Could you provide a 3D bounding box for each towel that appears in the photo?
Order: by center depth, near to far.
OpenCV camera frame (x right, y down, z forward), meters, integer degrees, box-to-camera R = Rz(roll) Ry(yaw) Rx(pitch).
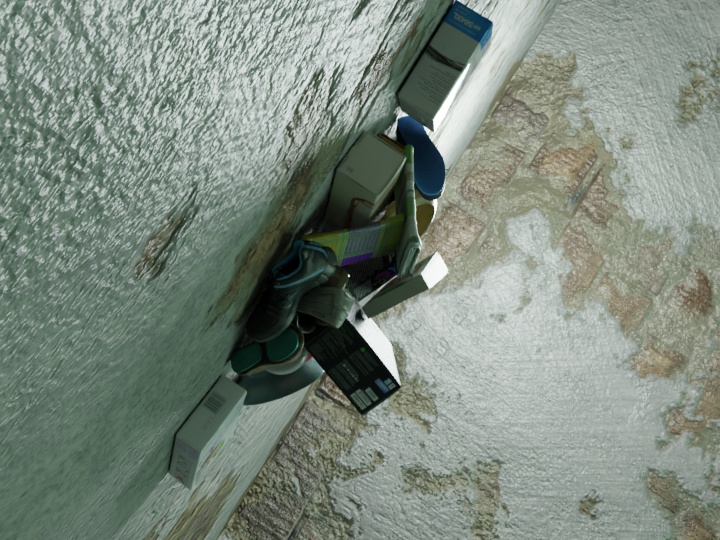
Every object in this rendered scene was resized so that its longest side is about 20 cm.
[{"bbox_3d":[-0.025,-0.045,1.565,0.198,0.023,0.144,-13,158,-13],"label":"towel"},{"bbox_3d":[0.087,-0.103,1.598,0.149,0.030,0.202,107,-16,-66],"label":"towel"}]

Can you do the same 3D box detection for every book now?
[{"bbox_3d":[0.088,0.032,1.718,0.133,0.048,0.200,-28,-176,18],"label":"book"}]

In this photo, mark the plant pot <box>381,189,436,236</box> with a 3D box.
[{"bbox_3d":[0.083,-0.086,1.808,0.199,0.028,0.200,-33,156,-17],"label":"plant pot"}]

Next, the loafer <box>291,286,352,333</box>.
[{"bbox_3d":[-0.097,0.070,1.507,0.199,0.070,0.070,-7,-122,48],"label":"loafer"}]

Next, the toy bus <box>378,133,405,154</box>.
[{"bbox_3d":[0.022,-0.163,1.700,0.078,0.065,0.200,-50,171,-40],"label":"toy bus"}]

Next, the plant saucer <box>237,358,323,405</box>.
[{"bbox_3d":[-0.169,0.207,1.778,0.200,0.039,0.201,-16,-166,4],"label":"plant saucer"}]

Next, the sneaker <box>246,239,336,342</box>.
[{"bbox_3d":[-0.130,0.029,1.444,0.200,0.073,0.082,-51,139,11],"label":"sneaker"}]

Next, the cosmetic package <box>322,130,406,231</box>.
[{"bbox_3d":[0.004,-0.138,1.563,0.104,0.087,0.200,-54,173,-24],"label":"cosmetic package"}]

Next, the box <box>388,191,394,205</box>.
[{"bbox_3d":[0.065,-0.156,1.897,0.182,0.104,0.201,-49,170,-47],"label":"box"}]

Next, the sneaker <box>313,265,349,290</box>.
[{"bbox_3d":[-0.090,0.021,1.576,0.200,0.075,0.071,-30,-148,58],"label":"sneaker"}]

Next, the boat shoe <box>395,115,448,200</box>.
[{"bbox_3d":[0.120,-0.209,1.707,0.069,0.083,0.201,93,-11,-55],"label":"boat shoe"}]

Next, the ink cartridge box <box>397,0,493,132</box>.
[{"bbox_3d":[0.155,-0.368,1.625,0.201,0.084,0.146,-57,175,2],"label":"ink cartridge box"}]

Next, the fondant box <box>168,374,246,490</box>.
[{"bbox_3d":[-0.282,0.300,1.630,0.145,0.058,0.200,-54,172,-35],"label":"fondant box"}]

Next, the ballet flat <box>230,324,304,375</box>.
[{"bbox_3d":[-0.145,0.136,1.538,0.067,0.069,0.199,5,162,-43],"label":"ballet flat"}]

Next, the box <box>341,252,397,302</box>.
[{"bbox_3d":[0.000,0.000,1.735,0.199,0.036,0.143,-33,147,-16],"label":"box"}]

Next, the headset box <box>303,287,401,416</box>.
[{"bbox_3d":[-0.018,0.134,1.614,0.093,0.174,0.200,-36,-164,8],"label":"headset box"}]

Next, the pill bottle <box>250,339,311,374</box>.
[{"bbox_3d":[-0.132,0.127,1.702,0.113,0.112,0.200,-58,175,9],"label":"pill bottle"}]
